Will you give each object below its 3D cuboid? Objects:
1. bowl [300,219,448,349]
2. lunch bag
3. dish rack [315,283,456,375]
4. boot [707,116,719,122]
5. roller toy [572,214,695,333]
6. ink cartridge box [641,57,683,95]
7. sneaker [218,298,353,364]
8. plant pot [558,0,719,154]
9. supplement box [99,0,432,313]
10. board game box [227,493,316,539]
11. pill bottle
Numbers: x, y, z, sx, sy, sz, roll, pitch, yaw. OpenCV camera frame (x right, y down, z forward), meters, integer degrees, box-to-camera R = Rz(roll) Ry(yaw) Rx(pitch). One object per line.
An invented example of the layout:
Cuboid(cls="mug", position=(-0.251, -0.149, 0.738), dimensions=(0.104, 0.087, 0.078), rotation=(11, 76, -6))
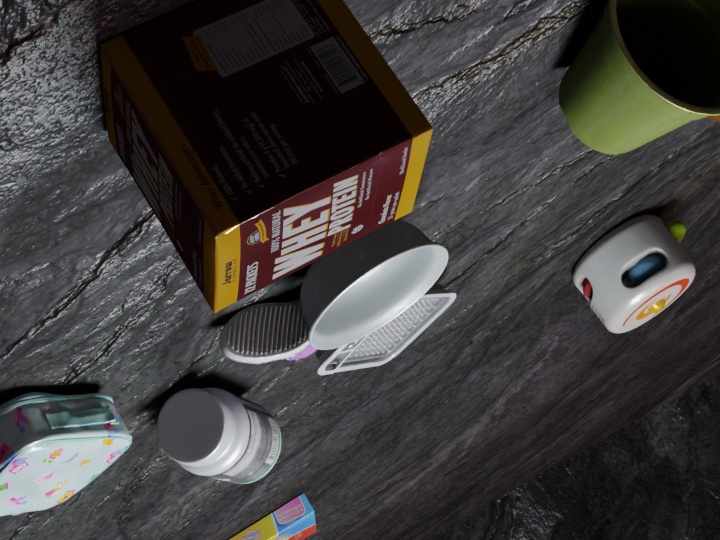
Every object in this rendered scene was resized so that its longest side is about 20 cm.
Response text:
Cuboid(cls="bowl", position=(0.000, 0.000, 1.745), dimensions=(0.200, 0.091, 0.201), rotation=(-31, 160, -12))
Cuboid(cls="lunch bag", position=(-0.362, 0.203, 1.649), dimensions=(0.160, 0.077, 0.199), rotation=(-44, 159, 20))
Cuboid(cls="dish rack", position=(0.029, 0.073, 2.030), dimensions=(0.172, 0.044, 0.199), rotation=(-46, 157, 25))
Cuboid(cls="boot", position=(0.477, -0.209, 1.873), dimensions=(0.188, 0.199, 0.069), rotation=(22, 95, -61))
Cuboid(cls="roller toy", position=(0.459, 0.013, 2.436), dimensions=(0.181, 0.140, 0.200), rotation=(-12, 151, -46))
Cuboid(cls="ink cartridge box", position=(0.416, -0.262, 1.799), dimensions=(0.199, 0.094, 0.045), rotation=(-19, 138, -39))
Cuboid(cls="sneaker", position=(-0.103, 0.089, 1.818), dimensions=(0.199, 0.073, 0.114), rotation=(-15, 159, -38))
Cuboid(cls="plant pot", position=(0.320, -0.224, 1.644), dimensions=(0.199, 0.201, 0.190), rotation=(-23, 169, -29))
Cuboid(cls="supplement box", position=(-0.081, -0.113, 1.199), dimensions=(0.199, 0.198, 0.133), rotation=(-27, 159, -18))
Cuboid(cls="board game box", position=(-0.176, 0.494, 2.662), dimensions=(0.199, 0.040, 0.153), rotation=(-31, 160, -12))
Cuboid(cls="pill bottle", position=(-0.185, 0.215, 1.906), dimensions=(0.113, 0.114, 0.200), rotation=(-36, 160, 5))
